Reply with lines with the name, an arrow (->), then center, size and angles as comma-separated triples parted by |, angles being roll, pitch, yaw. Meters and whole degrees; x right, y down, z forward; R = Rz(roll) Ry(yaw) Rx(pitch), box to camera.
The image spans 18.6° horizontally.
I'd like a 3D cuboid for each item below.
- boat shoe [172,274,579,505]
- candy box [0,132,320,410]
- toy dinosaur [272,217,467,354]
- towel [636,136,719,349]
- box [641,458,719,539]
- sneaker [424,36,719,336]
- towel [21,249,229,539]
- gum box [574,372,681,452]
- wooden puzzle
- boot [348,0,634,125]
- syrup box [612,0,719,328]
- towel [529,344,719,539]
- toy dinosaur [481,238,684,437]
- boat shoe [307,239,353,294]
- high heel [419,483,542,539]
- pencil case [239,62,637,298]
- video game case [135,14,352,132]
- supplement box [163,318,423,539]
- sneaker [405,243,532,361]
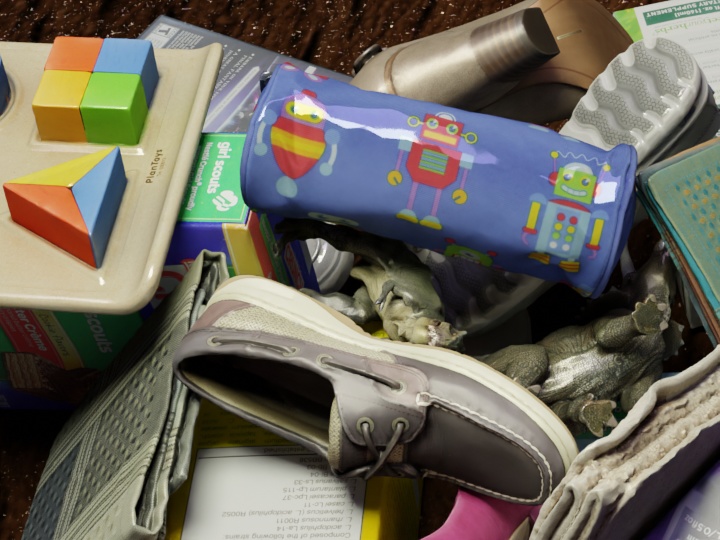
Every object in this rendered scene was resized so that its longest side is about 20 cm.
boat shoe -> 0.003, 0.067, 1.016 | 0.199, 0.072, 0.065 | 25, 47, 19
candy box -> -0.131, 0.003, 1.206 | 0.199, 0.169, 0.077 | 0, 50, 13
toy dinosaur -> 0.000, 0.000, 1.116 | 0.088, 0.048, 0.200 | 2, 30, -9
towel -> 0.239, -0.013, 1.145 | 0.199, 0.022, 0.147 | -23, 85, -38
box -> 0.176, 0.180, 0.954 | 0.200, 0.104, 0.148 | -45, 66, -10
sneaker -> 0.120, -0.030, 1.175 | 0.200, 0.082, 0.075 | -42, 51, 14
towel -> -0.126, 0.111, 1.108 | 0.034, 0.200, 0.193 | 28, 43, -15
gum box -> 0.155, 0.138, 1.097 | 0.169, 0.045, 0.201 | -2, 44, 11
wooden puzzle -> -0.182, -0.061, 1.128 | 0.199, 0.046, 0.186 | 0, 48, 13
boot -> 0.059, -0.096, 1.205 | 0.146, 0.200, 0.071 | -26, 76, 26
syrup box -> 0.205, -0.068, 1.265 | 0.078, 0.082, 0.201 | -11, 43, 3
towel -> 0.132, 0.094, 0.979 | 0.034, 0.133, 0.200 | 42, 41, 20
toy dinosaur -> 0.102, 0.055, 1.106 | 0.199, 0.077, 0.102 | -30, 6, -15
boat shoe -> -0.095, -0.040, 1.297 | 0.200, 0.069, 0.072 | 30, 81, 31
high heel -> 0.028, 0.127, 1.011 | 0.199, 0.068, 0.096 | -15, 43, -43
pencil case -> 0.037, -0.045, 1.088 | 0.199, 0.087, 0.078 | 14, 75, 4
video game case -> -0.091, -0.092, 1.401 | 0.199, 0.019, 0.143 | 21, 54, 28
supplement box -> -0.031, 0.126, 1.104 | 0.108, 0.110, 0.201 | -2, 44, 10
sneaker -> 0.039, -0.019, 1.253 | 0.072, 0.085, 0.200 | -19, 46, -10
